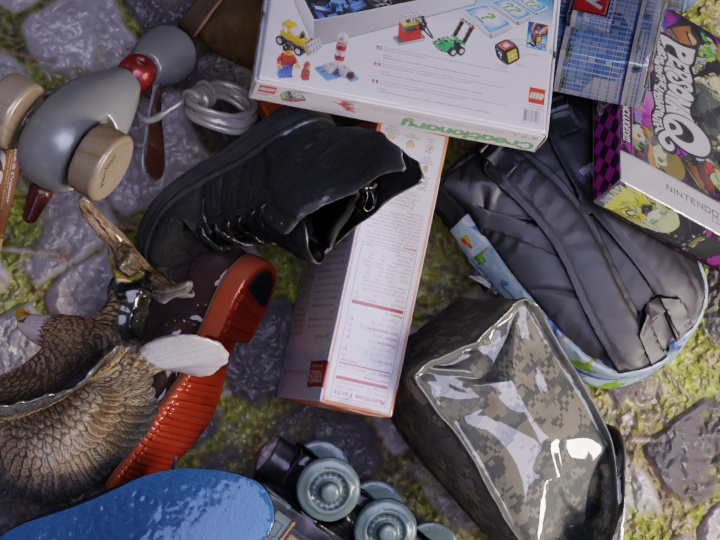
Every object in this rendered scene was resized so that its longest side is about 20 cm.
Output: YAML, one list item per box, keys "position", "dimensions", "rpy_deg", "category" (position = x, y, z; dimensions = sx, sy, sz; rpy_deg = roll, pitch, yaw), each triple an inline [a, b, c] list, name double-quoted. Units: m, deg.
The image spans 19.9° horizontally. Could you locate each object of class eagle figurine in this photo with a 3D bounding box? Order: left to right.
- position: [-0.200, 0.071, 1.373]
  dimensions: [0.152, 0.151, 0.200]
  rpy_deg: [39, 79, -18]
  category: "eagle figurine"

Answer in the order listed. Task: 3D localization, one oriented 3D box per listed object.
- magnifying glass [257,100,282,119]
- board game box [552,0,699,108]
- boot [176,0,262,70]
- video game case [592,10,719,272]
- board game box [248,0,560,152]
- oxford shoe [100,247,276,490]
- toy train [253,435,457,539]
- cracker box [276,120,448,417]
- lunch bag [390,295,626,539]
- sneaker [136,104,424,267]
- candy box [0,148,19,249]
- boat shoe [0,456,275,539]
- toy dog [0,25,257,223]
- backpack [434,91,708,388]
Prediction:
- position: [0.014, -0.158, 1.518]
  dimensions: [0.199, 0.022, 0.080]
  rpy_deg: [-29, 95, -16]
  category: "magnifying glass"
- position: [0.172, -0.218, 1.465]
  dimensions: [0.199, 0.062, 0.201]
  rpy_deg: [11, 57, 8]
  category: "board game box"
- position: [-0.045, -0.222, 1.434]
  dimensions: [0.075, 0.200, 0.074]
  rpy_deg: [37, 35, -7]
  category: "boot"
- position: [0.246, -0.096, 1.498]
  dimensions: [0.181, 0.036, 0.201]
  rpy_deg: [27, 47, -25]
  category: "video game case"
- position: [0.032, -0.160, 1.366]
  dimensions: [0.199, 0.035, 0.127]
  rpy_deg: [10, 71, -8]
  category: "board game box"
- position: [-0.136, 0.068, 1.455]
  dimensions: [0.072, 0.071, 0.201]
  rpy_deg: [30, 87, 23]
  category: "oxford shoe"
- position: [-0.007, 0.206, 1.469]
  dimensions: [0.200, 0.085, 0.114]
  rpy_deg: [37, 91, -12]
  category: "toy train"
- position: [0.000, 0.000, 1.447]
  dimensions: [0.057, 0.134, 0.201]
  rpy_deg: [14, 85, -14]
  category: "cracker box"
- position: [0.109, 0.125, 1.454]
  dimensions: [0.117, 0.164, 0.201]
  rpy_deg: [-33, 96, -11]
  category: "lunch bag"
- position: [-0.058, -0.041, 1.382]
  dimensions: [0.199, 0.060, 0.105]
  rpy_deg: [-38, 56, 12]
  category: "sneaker"
- position: [-0.282, -0.034, 1.380]
  dimensions: [0.056, 0.117, 0.201]
  rpy_deg: [13, 84, 11]
  category: "candy box"
- position: [-0.157, 0.176, 1.413]
  dimensions: [0.199, 0.069, 0.085]
  rpy_deg: [-7, 80, 0]
  category: "boat shoe"
- position: [-0.179, -0.094, 1.405]
  dimensions: [0.199, 0.097, 0.132]
  rpy_deg: [-17, 53, -45]
  category: "toy dog"
- position: [0.164, -0.011, 1.497]
  dimensions: [0.163, 0.154, 0.200]
  rpy_deg: [-37, 74, -19]
  category: "backpack"
